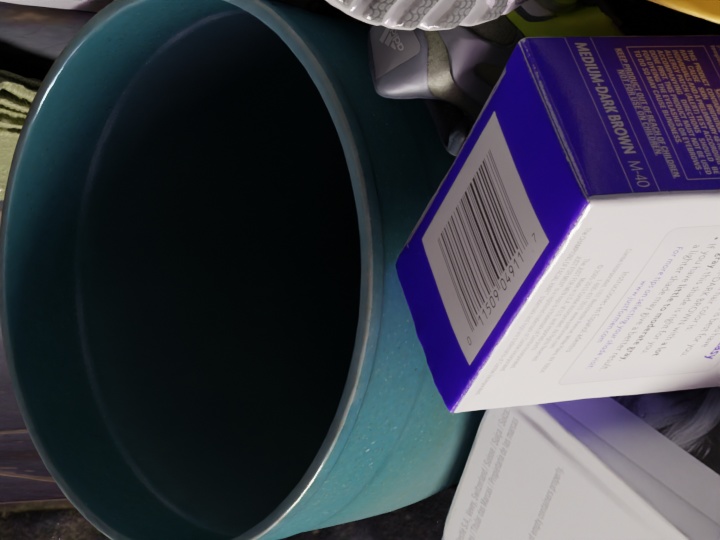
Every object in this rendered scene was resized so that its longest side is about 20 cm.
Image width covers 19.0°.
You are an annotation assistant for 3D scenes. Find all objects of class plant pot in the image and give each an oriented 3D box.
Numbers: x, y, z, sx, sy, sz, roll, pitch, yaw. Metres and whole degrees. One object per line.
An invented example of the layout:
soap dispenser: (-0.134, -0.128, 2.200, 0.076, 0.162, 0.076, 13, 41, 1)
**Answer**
plant pot: (0.000, 0.000, 0.801, 0.188, 0.200, 0.200, 0, 171, -44)

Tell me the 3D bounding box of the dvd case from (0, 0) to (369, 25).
dvd case: (-0.030, -0.117, 0.710, 0.143, 0.018, 0.200, 4, 168, -22)

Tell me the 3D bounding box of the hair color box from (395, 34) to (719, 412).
hair color box: (0.124, -0.017, 0.662, 0.200, 0.065, 0.109, -2, 145, -25)

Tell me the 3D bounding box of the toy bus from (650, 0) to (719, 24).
toy bus: (0.171, -0.086, 0.608, 0.200, 0.065, 0.078, 14, -162, -10)

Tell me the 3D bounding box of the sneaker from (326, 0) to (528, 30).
sneaker: (-0.025, -0.124, 0.561, 0.200, 0.082, 0.075, 14, 118, -33)

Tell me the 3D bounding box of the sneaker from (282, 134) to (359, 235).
sneaker: (0.019, -0.048, 0.948, 0.200, 0.073, 0.077, 28, -174, -46)

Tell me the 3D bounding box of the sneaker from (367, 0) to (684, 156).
sneaker: (0.064, -0.067, 0.716, 0.081, 0.074, 0.200, -26, 156, 17)

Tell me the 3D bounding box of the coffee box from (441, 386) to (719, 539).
coffee box: (0.162, 0.110, 0.787, 0.198, 0.200, 0.200, -36, 156, -34)

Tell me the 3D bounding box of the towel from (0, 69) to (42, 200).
towel: (-0.202, -0.057, 0.962, 0.200, 0.037, 0.148, -7, 169, 24)

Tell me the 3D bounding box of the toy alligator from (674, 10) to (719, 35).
toy alligator: (0.112, -0.076, 0.830, 0.200, 0.059, 0.054, -11, 166, 42)
